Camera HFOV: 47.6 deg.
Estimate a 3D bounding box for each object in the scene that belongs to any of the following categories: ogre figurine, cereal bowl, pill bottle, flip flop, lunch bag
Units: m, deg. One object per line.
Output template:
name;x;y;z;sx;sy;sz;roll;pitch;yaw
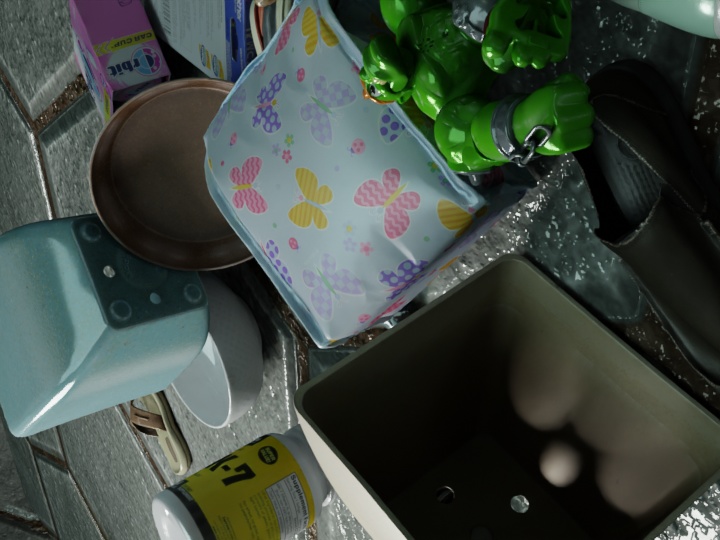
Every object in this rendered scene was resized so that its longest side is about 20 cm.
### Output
ogre figurine;0.055;-0.131;0.438;0.200;0.098;0.120;51;156;12
cereal bowl;-0.179;0.085;0.992;0.200;0.083;0.201;32;133;42
pill bottle;-0.114;0.249;0.893;0.114;0.199;0.115;32;135;40
flip flop;-0.351;0.257;1.370;0.201;0.057;0.081;62;147;7
lunch bag;-0.006;-0.079;0.572;0.200;0.127;0.170;51;122;10

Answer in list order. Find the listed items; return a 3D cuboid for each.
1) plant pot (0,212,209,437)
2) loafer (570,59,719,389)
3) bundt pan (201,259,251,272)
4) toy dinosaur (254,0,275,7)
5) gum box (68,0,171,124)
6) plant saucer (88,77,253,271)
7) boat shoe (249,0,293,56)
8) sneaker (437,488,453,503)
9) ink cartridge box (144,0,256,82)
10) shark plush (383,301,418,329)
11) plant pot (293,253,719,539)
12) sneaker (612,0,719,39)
plant pot;-0.271;0.030;0.853;0.200;0.195;0.197;-32;78;44
loafer;0.163;-0.017;0.449;0.201;0.071;0.073;62;147;8
bundt pan;-0.197;-0.089;0.920;0.202;0.076;0.203;34;135;42
toy dinosaur;-0.032;-0.261;0.583;0.106;0.060;0.201;119;160;-69
gum box;-0.269;-0.227;0.909;0.114;0.066;0.200;67;162;0
plant saucer;-0.150;-0.091;0.764;0.035;0.199;0.201;-114;22;-52
boat shoe;-0.035;-0.142;0.664;0.062;0.071;0.201;-10;97;54
sneaker;0.052;0.208;0.757;0.200;0.071;0.099;47;141;18
ink cartridge box;-0.150;-0.256;0.780;0.200;0.042;0.120;43;142;36
shark plush;0.000;0.000;0.737;0.199;0.091;0.083;33;159;12
plant pot;0.092;0.147;0.559;0.200;0.199;0.178;45;152;30
sneaker;0.139;-0.208;0.358;0.118;0.074;0.201;28;134;36
